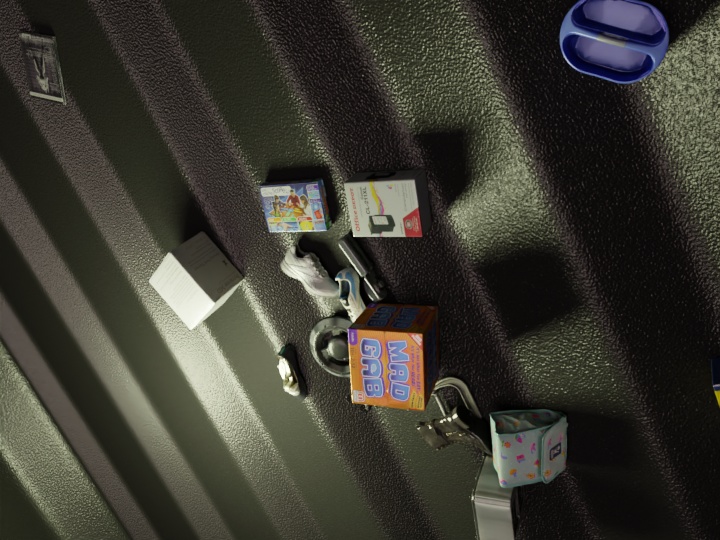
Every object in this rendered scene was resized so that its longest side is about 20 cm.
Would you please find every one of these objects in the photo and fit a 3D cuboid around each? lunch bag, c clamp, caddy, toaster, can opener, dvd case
[{"bbox_3d":[0.448,0.461,1.648,0.193,0.122,0.175,-7,110,3],"label":"lunch bag"},{"bbox_3d":[0.256,0.394,1.779,0.167,0.027,0.205,-12,108,33],"label":"c clamp"},{"bbox_3d":[0.479,-0.442,1.187,0.195,0.105,0.145,22,124,17],"label":"caddy"},{"bbox_3d":[0.380,0.628,1.737,0.115,0.181,0.205,-1,115,25],"label":"toaster"},{"bbox_3d":[0.000,0.000,1.705,0.066,0.053,0.202,-34,94,35],"label":"can opener"},{"bbox_3d":[-0.989,-0.631,1.954,0.145,0.016,0.205,15,120,20],"label":"dvd case"}]

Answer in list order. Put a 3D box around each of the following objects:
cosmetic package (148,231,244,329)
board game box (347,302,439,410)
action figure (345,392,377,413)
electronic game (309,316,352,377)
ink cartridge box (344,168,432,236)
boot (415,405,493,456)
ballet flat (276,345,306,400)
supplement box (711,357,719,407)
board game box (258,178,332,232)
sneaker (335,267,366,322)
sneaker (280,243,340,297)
[{"bbox_3d":[-0.501,0.029,1.924,0.201,0.167,0.166,47,126,-2],"label":"cosmetic package"},{"bbox_3d":[0.092,0.218,1.641,0.194,0.200,0.206,2,106,18],"label":"board game box"},{"bbox_3d":[0.036,0.340,1.828,0.118,0.102,0.202,38,129,8],"label":"action figure"},{"bbox_3d":[-0.059,0.227,1.858,0.194,0.042,0.206,8,117,15],"label":"electronic game"},{"bbox_3d":[0.069,-0.165,1.566,0.195,0.083,0.150,1,115,28],"label":"ink cartridge box"},{"bbox_3d":[0.271,0.468,1.769,0.200,0.070,0.173,44,129,-9],"label":"boot"},{"bbox_3d":[-0.224,0.337,1.988,0.071,0.073,0.206,0,114,28],"label":"ballet flat"},{"bbox_3d":[0.845,0.296,1.356,0.107,0.109,0.204,-16,106,33],"label":"supplement box"},{"bbox_3d":[-0.180,-0.177,1.725,0.195,0.034,0.139,1,114,28],"label":"board game box"},{"bbox_3d":[-0.023,0.094,1.747,0.071,0.071,0.205,2,113,53],"label":"sneaker"},{"bbox_3d":[-0.138,0.004,1.773,0.197,0.074,0.088,33,121,9],"label":"sneaker"}]
